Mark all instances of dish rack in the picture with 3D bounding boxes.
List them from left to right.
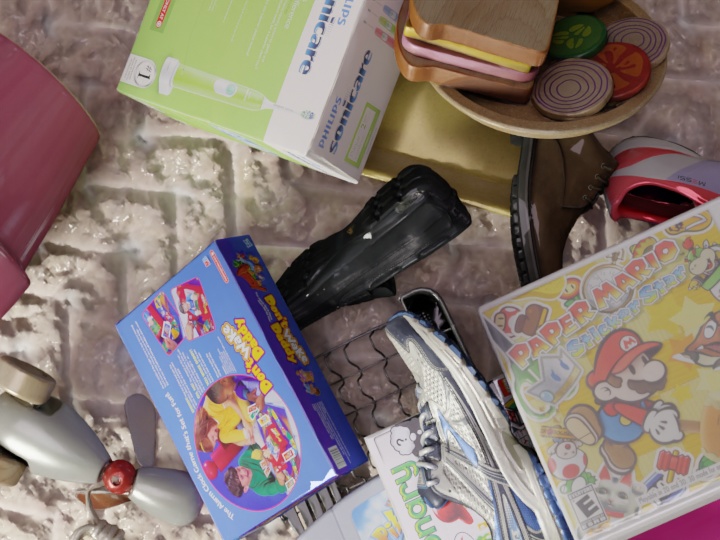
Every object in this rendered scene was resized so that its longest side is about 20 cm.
[{"bbox_3d":[0.004,0.122,1.026,0.198,0.055,0.155,-26,82,5],"label":"dish rack"}]

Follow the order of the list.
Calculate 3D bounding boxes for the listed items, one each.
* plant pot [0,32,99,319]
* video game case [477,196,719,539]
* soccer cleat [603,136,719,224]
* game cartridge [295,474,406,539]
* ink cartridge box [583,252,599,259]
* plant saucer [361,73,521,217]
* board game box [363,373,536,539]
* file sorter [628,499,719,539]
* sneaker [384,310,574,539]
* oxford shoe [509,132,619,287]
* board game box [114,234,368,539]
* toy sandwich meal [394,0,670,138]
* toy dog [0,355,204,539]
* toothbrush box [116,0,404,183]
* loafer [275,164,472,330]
[{"bbox_3d":[-0.312,-0.084,1.025,0.199,0.200,0.180,37,75,8],"label":"plant pot"},{"bbox_3d":[0.199,0.063,0.846,0.198,0.023,0.184,-25,62,6],"label":"video game case"},{"bbox_3d":[0.283,-0.052,0.982,0.197,0.069,0.074,10,44,11],"label":"soccer cleat"},{"bbox_3d":[0.055,0.207,0.962,0.198,0.040,0.135,-25,76,1],"label":"game cartridge"},{"bbox_3d":[0.263,0.022,0.951,0.197,0.146,0.086,-9,80,6],"label":"ink cartridge box"},{"bbox_3d":[0.076,-0.157,1.039,0.198,0.048,0.203,16,88,8],"label":"plant saucer"},{"bbox_3d":[0.098,0.187,0.925,0.125,0.035,0.202,-24,79,1],"label":"board game box"},{"bbox_3d":[0.248,0.197,0.910,0.138,0.126,0.201,-25,115,5],"label":"file sorter"},{"bbox_3d":[0.067,0.120,0.885,0.085,0.077,0.201,-35,78,3],"label":"sneaker"},{"bbox_3d":[0.152,-0.061,0.963,0.083,0.073,0.203,2,86,6],"label":"oxford shoe"},{"bbox_3d":[-0.097,0.094,1.012,0.134,0.045,0.202,-35,78,32],"label":"board game box"},{"bbox_3d":[0.126,-0.178,0.934,0.202,0.071,0.207,0,49,0],"label":"toy sandwich meal"},{"bbox_3d":[-0.227,0.148,1.050,0.132,0.096,0.200,-43,97,0],"label":"toy dog"},{"bbox_3d":[-0.073,-0.172,1.008,0.198,0.086,0.147,20,89,32],"label":"toothbrush box"},{"bbox_3d":[0.000,0.000,1.018,0.200,0.068,0.070,-38,114,22],"label":"loafer"}]
